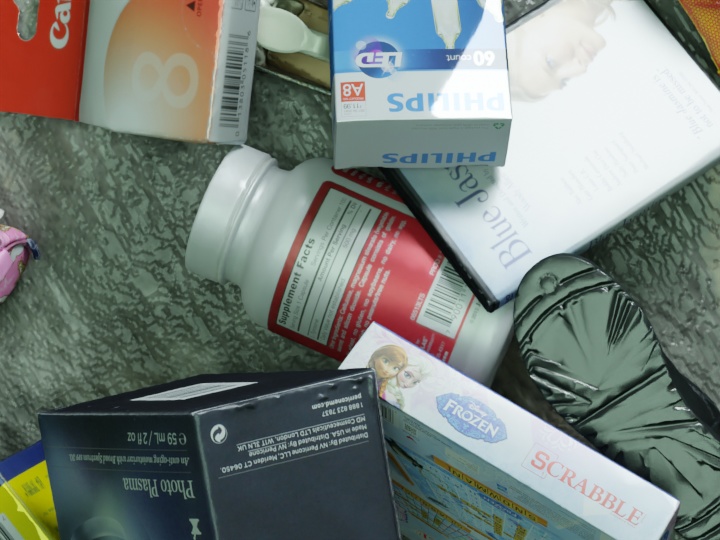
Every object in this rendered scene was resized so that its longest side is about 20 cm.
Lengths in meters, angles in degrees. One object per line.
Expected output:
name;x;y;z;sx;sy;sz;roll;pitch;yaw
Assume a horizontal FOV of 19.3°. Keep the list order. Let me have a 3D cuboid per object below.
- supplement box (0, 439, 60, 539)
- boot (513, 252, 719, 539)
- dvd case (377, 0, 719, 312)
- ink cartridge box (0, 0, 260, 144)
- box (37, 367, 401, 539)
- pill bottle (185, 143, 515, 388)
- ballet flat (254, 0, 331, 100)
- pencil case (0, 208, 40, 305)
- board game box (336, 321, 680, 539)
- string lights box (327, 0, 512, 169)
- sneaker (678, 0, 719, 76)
supplement box;-0.192;0.222;1.334;0.109;0.109;0.200;-39;87;9
boot;0.165;0.073;1.243;0.073;0.162;0.198;-39;87;10
dvd case;0.114;-0.083;1.259;0.200;0.018;0.143;-33;74;-15
ink cartridge box;-0.154;-0.168;1.303;0.199;0.050;0.163;9;96;26
box;-0.074;0.164;1.180;0.123;0.200;0.199;-12;93;-32
pill bottle;0.000;0.000;1.289;0.199;0.112;0.113;24;97;7
ballet flat;-0.004;-0.130;1.304;0.200;0.072;0.072;20;97;7
pencil case;-0.301;-0.049;1.347;0.200;0.083;0.087;40;99;5
board game box;0.082;0.134;1.231;0.200;0.200;0.041;31;68;15
string lights box;0.031;-0.159;1.248;0.102;0.059;0.201;-1;63;-3
sneaker;0.222;-0.153;1.268;0.200;0.073;0.077;41;108;7
